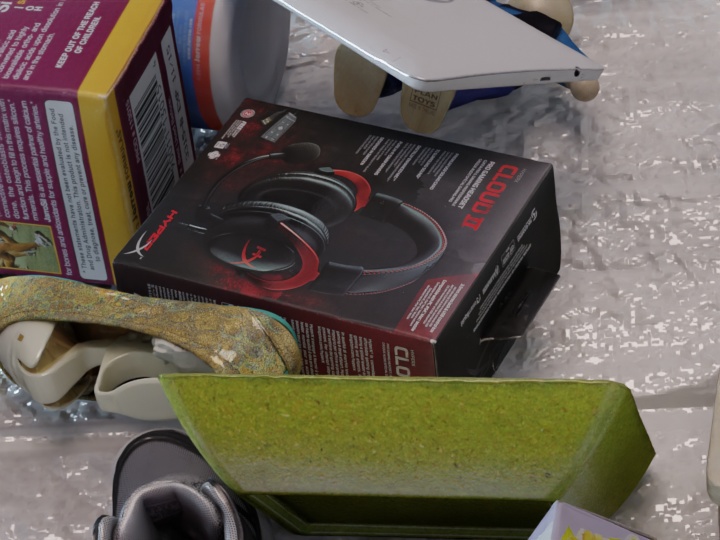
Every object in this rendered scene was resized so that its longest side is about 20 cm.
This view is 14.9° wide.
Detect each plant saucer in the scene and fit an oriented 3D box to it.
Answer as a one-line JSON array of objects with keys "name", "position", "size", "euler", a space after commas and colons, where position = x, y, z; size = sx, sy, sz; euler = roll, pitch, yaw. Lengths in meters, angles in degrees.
[{"name": "plant saucer", "position": [0.026, 0.088, 1.232], "size": [0.200, 0.200, 0.048], "euler": [0, 78, 10]}]

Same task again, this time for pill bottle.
[{"name": "pill bottle", "position": [-0.149, -0.142, 1.548], "size": [0.200, 0.112, 0.112], "euler": [7, 43, 17]}]

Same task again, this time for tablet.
[{"name": "tablet", "position": [0.018, -0.138, 1.438], "size": [0.130, 0.014, 0.200], "euler": [-7, 30, -40]}]

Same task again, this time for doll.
[{"name": "doll", "position": [0.066, -0.118, 1.496], "size": [0.136, 0.049, 0.200], "euler": [16, 22, 22]}]

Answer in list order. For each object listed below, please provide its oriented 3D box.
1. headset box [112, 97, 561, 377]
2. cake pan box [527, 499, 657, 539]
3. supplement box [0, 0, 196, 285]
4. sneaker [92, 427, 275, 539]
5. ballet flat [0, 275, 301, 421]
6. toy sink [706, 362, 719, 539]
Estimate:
[{"name": "headset box", "position": [0.000, 0.000, 1.389], "size": [0.200, 0.075, 0.149], "euler": [14, 44, 23]}, {"name": "cake pan box", "position": [0.047, 0.217, 1.057], "size": [0.052, 0.200, 0.184], "euler": [23, 44, -7]}, {"name": "supplement box", "position": [-0.199, -0.078, 1.470], "size": [0.200, 0.131, 0.103], "euler": [6, 42, 15]}, {"name": "sneaker", "position": [-0.079, 0.118, 1.233], "size": [0.075, 0.114, 0.200], "euler": [-20, 43, -3]}, {"name": "ballet flat", "position": [-0.124, 0.043, 1.350], "size": [0.200, 0.071, 0.071], "euler": [6, 42, 30]}, {"name": "toy sink", "position": [0.228, 0.077, 1.238], "size": [0.130, 0.112, 0.200], "euler": [2, 37, 11]}]
